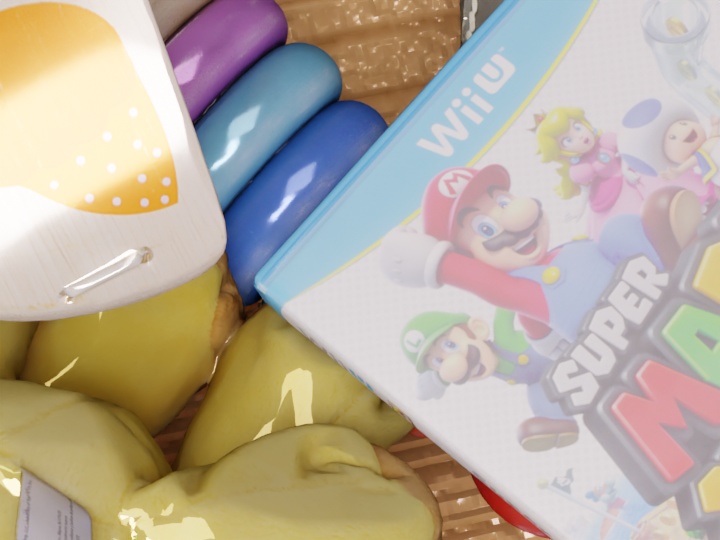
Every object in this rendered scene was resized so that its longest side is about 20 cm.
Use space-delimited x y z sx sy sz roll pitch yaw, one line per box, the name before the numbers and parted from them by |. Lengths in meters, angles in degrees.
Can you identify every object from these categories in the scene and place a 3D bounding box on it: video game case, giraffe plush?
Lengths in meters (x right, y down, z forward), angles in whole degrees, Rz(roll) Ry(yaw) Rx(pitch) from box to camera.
video game case | 0.092 0.010 0.681 0.200 0.018 0.143 39 82 23
giraffe plush | -0.086 0.092 0.700 0.173 0.162 0.200 26 28 1

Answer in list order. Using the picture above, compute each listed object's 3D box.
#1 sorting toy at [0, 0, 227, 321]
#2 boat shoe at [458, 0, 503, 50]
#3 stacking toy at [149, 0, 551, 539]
sorting toy | -0.149 -0.062 0.685 0.180 0.107 0.200 -20 35 -6
boat shoe | 0.039 -0.142 0.846 0.060 0.072 0.202 7 61 -4
stacking toy | 0.000 0.000 0.787 0.200 0.085 0.085 43 70 3
